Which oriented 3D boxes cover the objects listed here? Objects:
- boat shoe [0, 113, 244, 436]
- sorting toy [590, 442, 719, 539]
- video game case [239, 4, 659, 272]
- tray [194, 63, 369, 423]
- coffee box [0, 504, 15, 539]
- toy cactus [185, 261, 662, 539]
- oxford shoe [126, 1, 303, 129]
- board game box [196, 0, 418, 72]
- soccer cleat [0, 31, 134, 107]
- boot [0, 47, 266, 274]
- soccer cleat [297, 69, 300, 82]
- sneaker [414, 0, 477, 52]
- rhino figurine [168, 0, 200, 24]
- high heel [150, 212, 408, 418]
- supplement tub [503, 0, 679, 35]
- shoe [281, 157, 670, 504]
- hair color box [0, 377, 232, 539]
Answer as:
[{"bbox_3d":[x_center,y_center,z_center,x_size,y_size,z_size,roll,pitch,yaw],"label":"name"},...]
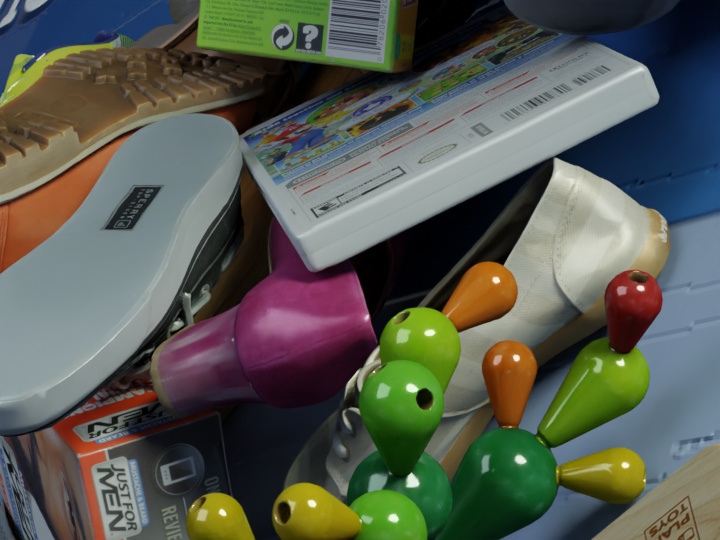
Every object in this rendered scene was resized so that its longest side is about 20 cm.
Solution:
[{"bbox_3d":[-0.097,0.014,0.859,0.073,0.068,0.200,0,33,17],"label":"boat shoe"},{"bbox_3d":[0.065,0.184,0.574,0.200,0.069,0.199,-43,29,25],"label":"sorting toy"},{"bbox_3d":[0.026,-0.060,0.871,0.143,0.018,0.200,-27,17,-3],"label":"video game case"},{"bbox_3d":[-0.046,-0.014,1.033,0.200,0.037,0.099,-53,26,6],"label":"tray"},{"bbox_3d":[-0.269,0.186,0.954,0.200,0.197,0.200,42,116,64],"label":"coffee box"},{"bbox_3d":[0.021,0.092,0.710,0.200,0.102,0.165,-37,-31,-33],"label":"toy cactus"},{"bbox_3d":[-0.042,-0.113,1.047,0.200,0.071,0.071,-42,51,13],"label":"oxford shoe"},{"bbox_3d":[-0.015,-0.189,0.919,0.095,0.030,0.201,9,101,23],"label":"board game box"},{"bbox_3d":[-0.172,-0.076,1.168,0.065,0.084,0.200,-53,-9,35],"label":"soccer cleat"},{"bbox_3d":[-0.117,-0.035,0.959,0.075,0.108,0.200,19,33,36],"label":"boot"},{"bbox_3d":[-0.091,-0.031,1.124,0.200,0.065,0.084,-47,57,9],"label":"soccer cleat"},{"bbox_3d":[0.055,-0.182,0.961,0.200,0.074,0.079,-42,69,5],"label":"sneaker"},{"bbox_3d":[-0.016,-0.170,1.116,0.200,0.060,0.088,-27,16,22],"label":"rhino figurine"},{"bbox_3d":[0.000,0.000,0.859,0.096,0.068,0.200,-17,8,30],"label":"high heel"},{"bbox_3d":[0.089,-0.197,0.854,0.107,0.107,0.201,-25,56,47],"label":"supplement tub"},{"bbox_3d":[0.030,0.033,0.826,0.200,0.053,0.070,-44,28,23],"label":"shoe"},{"bbox_3d":[-0.110,0.092,0.925,0.064,0.111,0.200,-16,17,-20],"label":"hair color box"}]
